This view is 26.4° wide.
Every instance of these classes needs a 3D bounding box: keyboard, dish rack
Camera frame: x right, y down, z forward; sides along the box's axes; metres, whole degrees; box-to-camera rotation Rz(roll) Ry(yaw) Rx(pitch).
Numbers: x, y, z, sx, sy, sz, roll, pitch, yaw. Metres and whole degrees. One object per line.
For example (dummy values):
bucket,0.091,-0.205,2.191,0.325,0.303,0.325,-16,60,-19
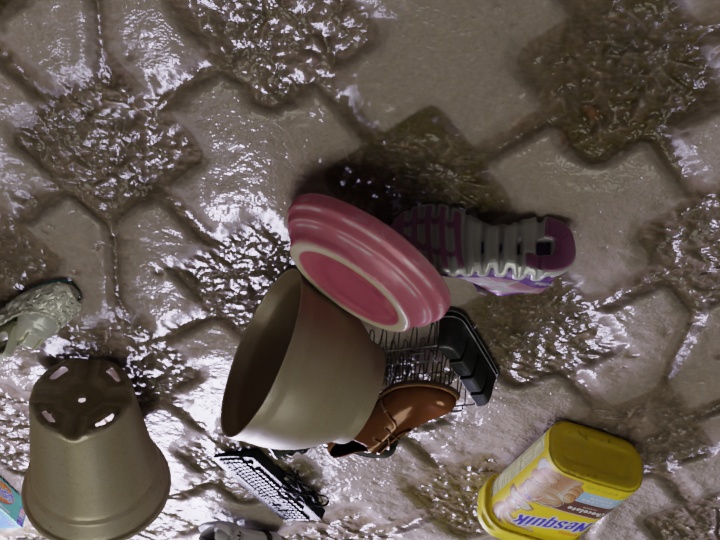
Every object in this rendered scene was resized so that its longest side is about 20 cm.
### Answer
keyboard,-0.121,0.314,2.166,0.103,0.040,0.200,-12,141,28
dish rack,0.053,0.118,1.842,0.198,0.055,0.154,-7,141,24

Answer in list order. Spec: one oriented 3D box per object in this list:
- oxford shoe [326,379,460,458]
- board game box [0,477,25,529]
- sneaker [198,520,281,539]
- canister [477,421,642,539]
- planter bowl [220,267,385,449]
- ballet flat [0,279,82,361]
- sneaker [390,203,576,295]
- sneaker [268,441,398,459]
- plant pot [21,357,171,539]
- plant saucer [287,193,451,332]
oxford shoe,0.038,0.183,1.832,0.199,0.072,0.071,-24,132,38
board game box,-0.621,0.339,2.296,0.197,0.045,0.153,-6,142,19
sneaker,-0.210,0.440,2.335,0.114,0.076,0.200,24,137,-21
canister,0.260,0.285,2.008,0.147,0.087,0.200,18,142,-15
planter bowl,-0.055,0.117,1.724,0.134,0.202,0.200,24,142,-18
ballet flat,-0.412,0.073,1.860,0.199,0.072,0.072,-22,135,35
sneaker,0.125,-0.012,1.624,0.197,0.081,0.089,7,153,0
sneaker,-0.053,0.201,1.963,0.197,0.077,0.115,17,146,-7
plant pot,-0.349,0.220,1.968,0.198,0.202,0.185,5,134,5
plant saucer,0.000,0.000,1.609,0.199,0.051,0.201,32,161,12
